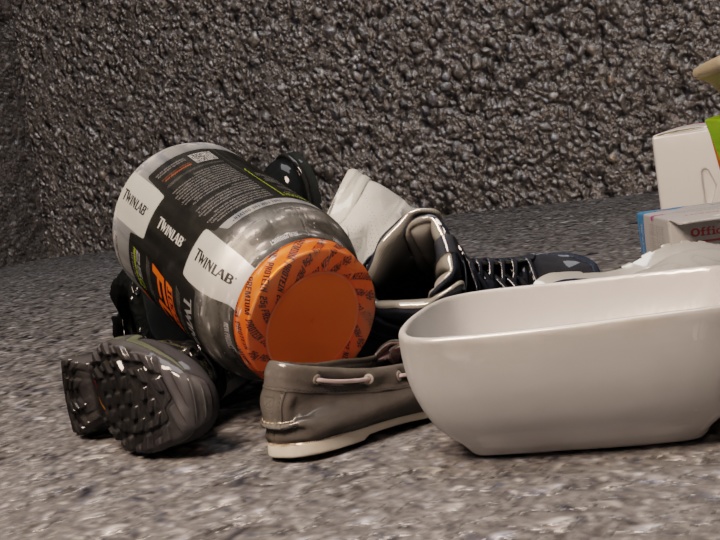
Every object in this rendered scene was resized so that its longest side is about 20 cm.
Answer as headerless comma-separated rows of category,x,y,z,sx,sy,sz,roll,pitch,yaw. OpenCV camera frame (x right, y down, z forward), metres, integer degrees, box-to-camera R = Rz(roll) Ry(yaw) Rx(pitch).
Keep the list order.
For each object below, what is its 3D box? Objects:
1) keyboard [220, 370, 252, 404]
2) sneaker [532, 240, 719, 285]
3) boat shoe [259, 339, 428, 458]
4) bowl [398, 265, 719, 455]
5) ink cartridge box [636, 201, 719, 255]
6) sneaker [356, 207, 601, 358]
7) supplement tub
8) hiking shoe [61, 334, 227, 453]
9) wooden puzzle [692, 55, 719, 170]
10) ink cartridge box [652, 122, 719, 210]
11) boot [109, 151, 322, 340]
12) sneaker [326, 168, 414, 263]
keyboard,-0.079,0.045,1.042,0.199,0.021,0.126,-35,21,-35
sneaker,0.211,0.032,0.910,0.198,0.077,0.080,-15,20,-26
boat shoe,0.016,0.066,0.810,0.066,0.058,0.199,-3,7,42
bowl,0.128,0.050,0.736,0.197,0.076,0.200,-6,6,13
ink cartridge box,0.353,-0.028,1.288,0.113,0.069,0.200,-8,5,2
sneaker,0.089,0.009,0.912,0.200,0.078,0.147,-16,-28,-10
supplement tub,-0.081,-0.004,0.884,0.121,0.124,0.200,-10,26,-30
hiking shoe,-0.130,0.072,0.866,0.100,0.077,0.199,-15,7,-31
wooden puzzle,0.228,-0.021,0.717,0.037,0.202,0.185,-21,2,11
ink cartridge box,0.428,-0.111,1.646,0.082,0.149,0.200,-7,5,20
boot,-0.128,-0.001,1.120,0.167,0.202,0.076,-10,37,-37
sneaker,0.000,0.000,1.003,0.088,0.076,0.201,24,46,0
